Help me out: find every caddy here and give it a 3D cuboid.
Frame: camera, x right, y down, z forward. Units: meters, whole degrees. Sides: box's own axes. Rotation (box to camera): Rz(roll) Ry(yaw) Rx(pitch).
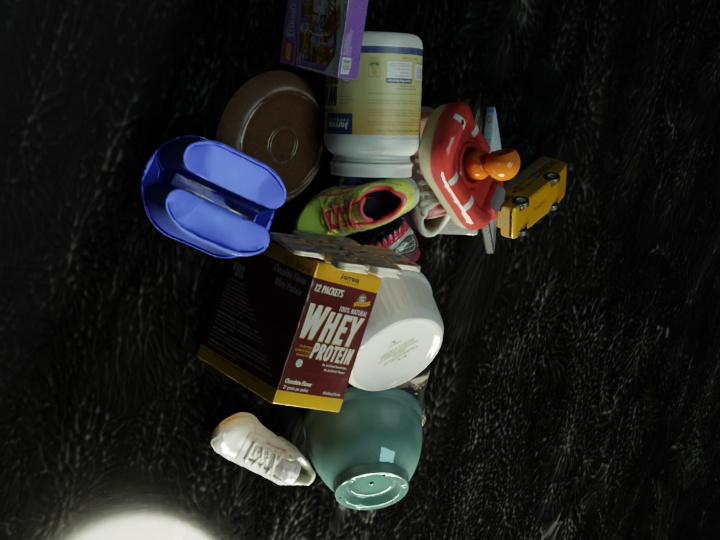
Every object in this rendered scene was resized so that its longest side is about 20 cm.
[{"bbox_3d":[-0.198,-0.098,1.473,0.198,0.105,0.143,25,84,-28],"label":"caddy"}]

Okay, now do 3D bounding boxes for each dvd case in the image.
[{"bbox_3d":[0.216,-0.150,1.806,0.143,0.017,0.203,68,26,-55],"label":"dvd case"}]

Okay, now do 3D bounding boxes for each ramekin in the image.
[{"bbox_3d":[0.037,0.096,1.666,0.200,0.095,0.204,-19,140,-16],"label":"ramekin"}]

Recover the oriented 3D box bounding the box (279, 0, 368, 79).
[{"bbox_3d":[-0.045,-0.373,1.490,0.039,0.136,0.203,-4,109,-41],"label":"box"}]

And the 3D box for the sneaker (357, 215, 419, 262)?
[{"bbox_3d":[0.000,0.000,1.666,0.198,0.081,0.075,-31,117,9],"label":"sneaker"}]

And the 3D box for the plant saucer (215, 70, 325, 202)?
[{"bbox_3d":[-0.119,-0.183,1.570,0.198,0.034,0.203,-19,119,-39],"label":"plant saucer"}]

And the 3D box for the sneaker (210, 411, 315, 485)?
[{"bbox_3d":[-0.144,0.279,1.682,0.199,0.099,0.076,32,86,-44],"label":"sneaker"}]

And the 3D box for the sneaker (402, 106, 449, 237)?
[{"bbox_3d":[0.106,-0.143,1.668,0.074,0.105,0.203,-12,130,-23],"label":"sneaker"}]

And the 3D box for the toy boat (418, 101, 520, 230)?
[{"bbox_3d":[0.175,-0.157,1.604,0.201,0.129,0.132,52,50,-37],"label":"toy boat"}]

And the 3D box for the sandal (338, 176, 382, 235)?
[{"bbox_3d":[0.029,-0.088,1.712,0.079,0.087,0.202,-39,128,-23],"label":"sandal"}]

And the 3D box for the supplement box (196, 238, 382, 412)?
[{"bbox_3d":[-0.104,0.069,1.566,0.132,0.196,0.203,14,96,-44],"label":"supplement box"}]

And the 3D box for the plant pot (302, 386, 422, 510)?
[{"bbox_3d":[0.011,0.295,1.740,0.197,0.136,0.202,-5,140,-4],"label":"plant pot"}]

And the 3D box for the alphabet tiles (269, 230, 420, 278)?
[{"bbox_3d":[-0.023,-0.024,1.519,0.193,0.200,0.015,7,101,-25],"label":"alphabet tiles"}]

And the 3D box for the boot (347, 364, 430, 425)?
[{"bbox_3d":[0.022,0.217,1.809,0.197,0.074,0.152,-14,136,-7],"label":"boot"}]

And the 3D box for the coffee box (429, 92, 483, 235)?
[{"bbox_3d":[0.157,-0.174,1.772,0.113,0.078,0.203,-62,149,-56],"label":"coffee box"}]

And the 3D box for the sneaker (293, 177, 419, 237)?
[{"bbox_3d":[-0.011,-0.091,1.616,0.197,0.090,0.079,-21,100,10],"label":"sneaker"}]

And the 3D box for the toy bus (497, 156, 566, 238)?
[{"bbox_3d":[0.297,-0.132,1.930,0.199,0.078,0.066,-36,136,-40],"label":"toy bus"}]

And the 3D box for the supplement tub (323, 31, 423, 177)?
[{"bbox_3d":[0.018,-0.239,1.580,0.143,0.143,0.204,-5,100,-42],"label":"supplement tub"}]
